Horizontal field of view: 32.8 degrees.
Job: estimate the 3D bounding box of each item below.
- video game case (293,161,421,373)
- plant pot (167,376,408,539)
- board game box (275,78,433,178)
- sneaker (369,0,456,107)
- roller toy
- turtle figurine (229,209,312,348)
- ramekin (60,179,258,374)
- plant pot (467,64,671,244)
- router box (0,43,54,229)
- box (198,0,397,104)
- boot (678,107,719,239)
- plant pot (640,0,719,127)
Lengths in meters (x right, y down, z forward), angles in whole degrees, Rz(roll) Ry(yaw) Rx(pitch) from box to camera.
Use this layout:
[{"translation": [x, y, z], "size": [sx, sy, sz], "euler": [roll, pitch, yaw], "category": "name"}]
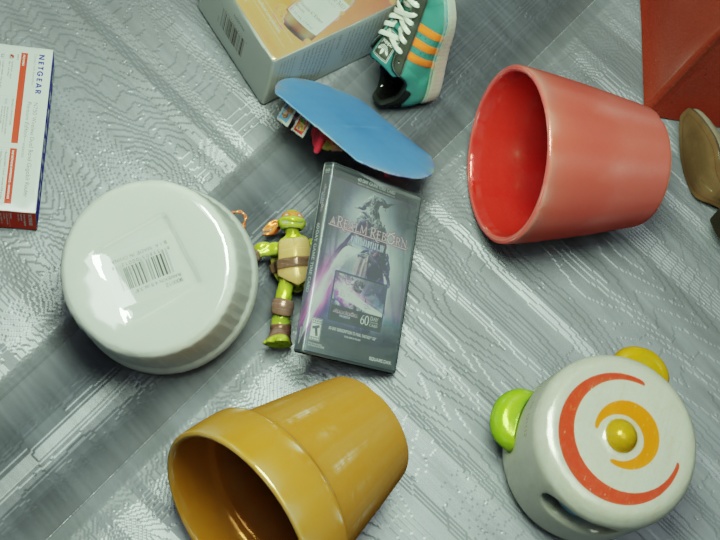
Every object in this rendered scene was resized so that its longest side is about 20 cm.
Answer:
[{"translation": [0.000, 0.000, 1.307], "size": [0.142, 0.019, 0.201], "euler": [17, 79, -44], "category": "video game case"}, {"translation": [-0.056, 0.202, 1.201], "size": [0.183, 0.200, 0.200], "euler": [-31, 79, -38], "category": "plant pot"}, {"translation": [-0.012, -0.146, 1.375], "size": [0.200, 0.039, 0.158], "euler": [42, 25, 24], "category": "board game box"}, {"translation": [0.055, -0.266, 1.392], "size": [0.080, 0.201, 0.071], "euler": [-20, 50, -22], "category": "sneaker"}, {"translation": [0.255, 0.188, 1.294], "size": [0.199, 0.140, 0.183], "euler": [-15, 74, -18], "category": "roller toy"}, {"translation": [-0.080, 0.001, 1.330], "size": [0.199, 0.064, 0.162], "euler": [-2, 76, -12], "category": "turtle figurine"}, {"translation": [-0.209, 0.003, 1.248], "size": [0.199, 0.098, 0.202], "euler": [0, 82, 2], "category": "ramekin"}, {"translation": [0.242, -0.126, 1.393], "size": [0.176, 0.200, 0.202], "euler": [3, 69, -21], "category": "plant pot"}, {"translation": [-0.429, -0.150, 1.314], "size": [0.178, 0.049, 0.201], "euler": [5, 68, -11], "category": "router box"}, {"translation": [-0.065, -0.317, 1.431], "size": [0.199, 0.106, 0.153], "euler": [-30, 78, -21], "category": "box"}, {"translation": [0.485, -0.110, 1.507], "size": [0.145, 0.070, 0.201], "euler": [-5, 72, -21], "category": "boot"}, {"translation": [0.476, -0.306, 1.514], "size": [0.199, 0.176, 0.201], "euler": [7, 68, -10], "category": "plant pot"}]
